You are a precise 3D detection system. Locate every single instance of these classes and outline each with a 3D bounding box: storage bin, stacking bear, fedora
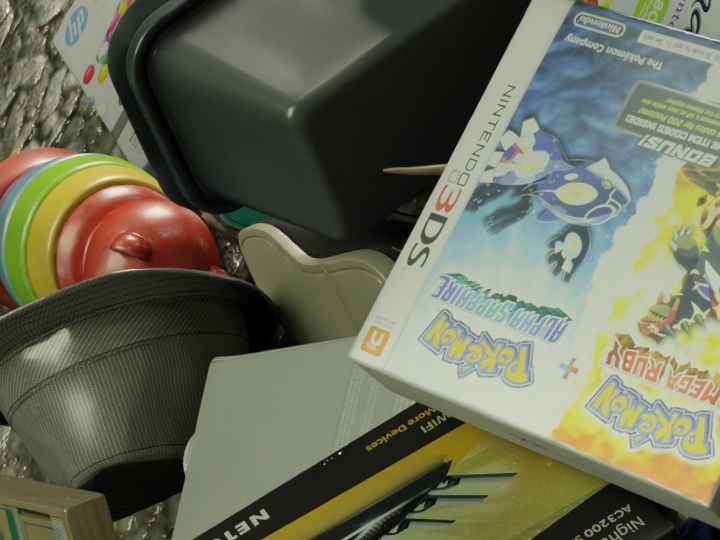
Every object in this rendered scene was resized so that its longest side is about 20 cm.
[{"bbox_3d":[0.004,-0.096,1.460,0.200,0.146,0.134,-36,36,-19],"label":"storage bin"},{"bbox_3d":[-0.144,-0.007,1.684,0.200,0.121,0.114,15,77,61],"label":"stacking bear"},{"bbox_3d":[-0.119,0.074,1.560,0.176,0.200,0.091,-23,73,10],"label":"fedora"}]

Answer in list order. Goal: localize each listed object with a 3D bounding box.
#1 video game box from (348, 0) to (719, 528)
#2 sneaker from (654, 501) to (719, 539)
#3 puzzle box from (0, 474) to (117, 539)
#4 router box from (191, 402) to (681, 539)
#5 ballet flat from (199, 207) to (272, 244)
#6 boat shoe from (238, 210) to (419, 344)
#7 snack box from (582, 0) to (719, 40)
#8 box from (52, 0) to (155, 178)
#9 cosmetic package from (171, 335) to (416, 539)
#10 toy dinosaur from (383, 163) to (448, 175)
[{"bbox_3d":[0.113,-0.008,1.209,0.200,0.047,0.183,20,82,41],"label":"video game box"},{"bbox_3d":[0.137,0.077,1.239,0.200,0.075,0.088,4,75,59],"label":"sneaker"},{"bbox_3d":[-0.148,0.207,1.546,0.133,0.025,0.201,2,108,59],"label":"puzzle box"},{"bbox_3d":[0.020,0.136,1.246,0.200,0.052,0.157,-32,36,-8],"label":"router box"},{"bbox_3d":[-0.044,-0.112,1.654,0.072,0.072,0.200,25,92,59],"label":"ballet flat"},{"bbox_3d":[0.000,0.000,1.539,0.063,0.073,0.200,-30,16,-21],"label":"boat shoe"},{"bbox_3d":[0.177,-0.130,1.312,0.200,0.068,0.169,-64,31,9],"label":"snack box"},{"bbox_3d":[-0.111,-0.158,1.808,0.156,0.041,0.200,-59,31,15],"label":"box"},{"bbox_3d":[-0.001,0.093,1.438,0.200,0.090,0.107,-10,63,58],"label":"cosmetic package"},{"bbox_3d":[0.103,-0.024,1.325,0.200,0.101,0.058,31,92,54],"label":"toy dinosaur"}]
